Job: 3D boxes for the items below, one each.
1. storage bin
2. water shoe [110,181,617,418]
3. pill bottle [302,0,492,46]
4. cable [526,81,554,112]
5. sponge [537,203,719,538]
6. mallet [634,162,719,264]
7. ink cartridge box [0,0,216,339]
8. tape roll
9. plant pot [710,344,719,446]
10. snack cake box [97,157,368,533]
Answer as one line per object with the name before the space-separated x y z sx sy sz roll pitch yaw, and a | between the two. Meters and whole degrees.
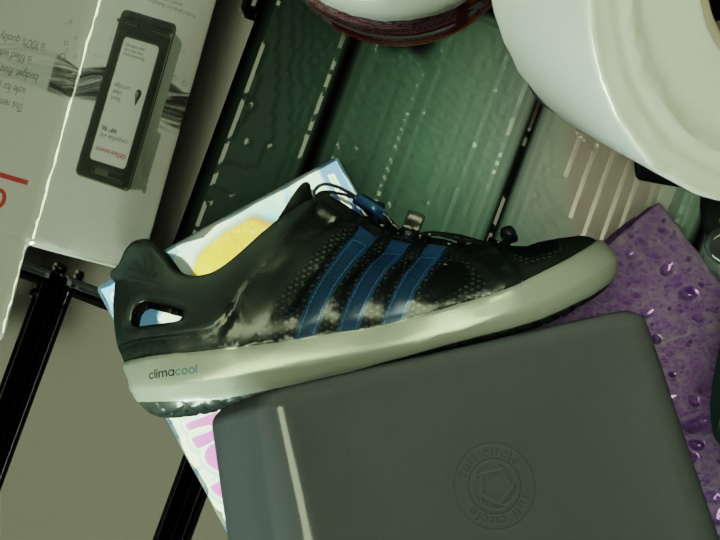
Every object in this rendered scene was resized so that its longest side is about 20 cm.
storage bin | 0.037 0.099 1.132 0.199 0.146 0.135 -11 86 -18
water shoe | 0.000 0.000 1.170 0.199 0.072 0.079 -14 86 -2
pill bottle | 0.014 -0.149 1.172 0.109 0.200 0.110 0 90 1
cable | 0.146 -0.145 1.154 0.162 0.051 0.201 -2 122 -19
sponge | 0.142 0.083 1.233 0.111 0.030 0.200 -38 89 -23
mallet | 0.150 -0.033 1.172 0.066 0.200 0.041 2 105 -4
ink cartridge box | -0.133 -0.072 1.216 0.116 0.068 0.201 16 90 41
tape roll | 0.147 -0.128 1.089 0.202 0.071 0.203 -12 116 -27
plant pot | 0.217 0.034 1.155 0.134 0.200 0.201 21 90 -8
snack cake box | -0.012 0.068 1.238 0.115 0.067 0.201 -28 89 0
